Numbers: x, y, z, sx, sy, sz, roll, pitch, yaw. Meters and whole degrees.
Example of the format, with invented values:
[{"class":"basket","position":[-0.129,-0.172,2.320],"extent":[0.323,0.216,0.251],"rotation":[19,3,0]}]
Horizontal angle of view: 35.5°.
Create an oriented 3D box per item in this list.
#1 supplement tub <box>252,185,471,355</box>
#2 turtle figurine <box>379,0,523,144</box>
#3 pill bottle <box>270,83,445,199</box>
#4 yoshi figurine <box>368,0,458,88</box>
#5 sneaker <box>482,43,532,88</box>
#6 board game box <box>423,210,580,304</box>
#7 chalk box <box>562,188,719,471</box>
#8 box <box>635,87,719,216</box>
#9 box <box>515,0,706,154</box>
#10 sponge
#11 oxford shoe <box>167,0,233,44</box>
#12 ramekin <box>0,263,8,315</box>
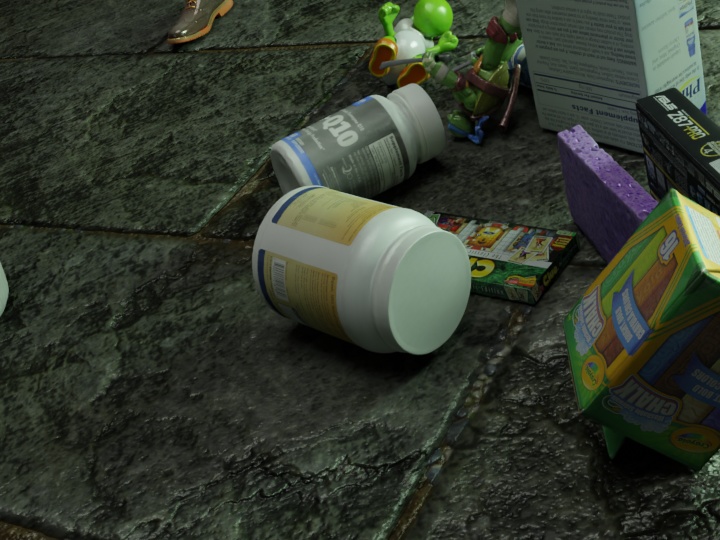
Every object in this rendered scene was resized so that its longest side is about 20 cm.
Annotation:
[{"class":"supplement tub","position":[0.000,0.000,1.143],"extent":[0.199,0.146,0.144],"rotation":[18,48,43]},{"class":"turtle figurine","position":[0.138,-0.285,1.441],"extent":[0.195,0.143,0.201],"rotation":[-53,40,23]},{"class":"pill bottle","position":[-0.001,-0.146,1.387],"extent":[0.198,0.115,0.114],"rotation":[-28,34,-15]},{"class":"yoshi figurine","position":[0.083,-0.343,1.640],"extent":[0.110,0.114,0.201],"rotation":[-6,29,19]},{"class":"sneaker","position":[0.220,-0.271,1.512],"extent":[0.077,0.076,0.200],"rotation":[-35,29,5]},{"class":"board game box","position":[0.126,-0.017,1.219],"extent":[0.198,0.024,0.105],"rotation":[11,45,38]},{"class":"chalk box","position":[0.246,0.063,0.906],"extent":[0.201,0.123,0.125],"rotation":[-55,18,29]},{"class":"box","position":[0.323,-0.057,1.046],"extent":[0.048,0.163,0.201],"rotation":[-18,31,-1]},{"class":"box","position":[0.293,-0.259,1.321],"extent":[0.104,0.202,0.183],"rotation":[-34,36,-26]},{"class":"sponge","position":[0.252,-0.056,1.126],"extent":[0.029,0.113,0.201],"rotation":[-18,33,-4]},{"class":"oxford shoe","position":[-0.306,-0.481,2.073],"extent":[0.070,0.074,0.201],"rotation":[-1,37,25]},{"class":"ramekin","position":[-0.542,0.027,1.419],"extent":[0.197,0.106,0.201],"rotation":[-14,32,9]}]
